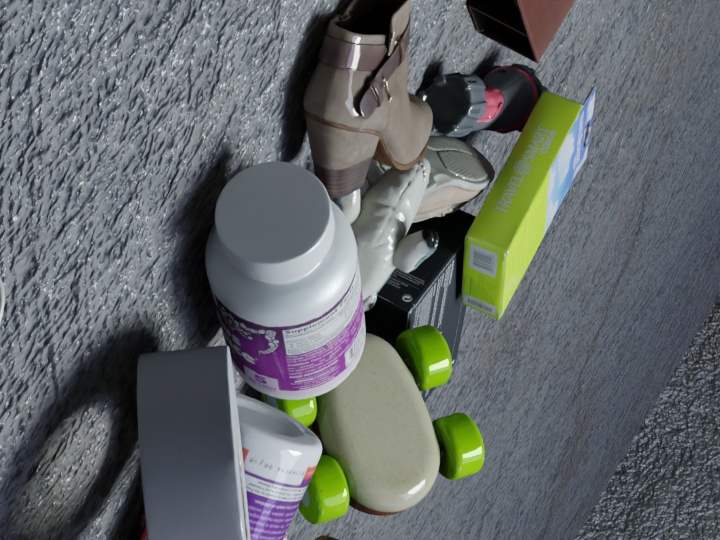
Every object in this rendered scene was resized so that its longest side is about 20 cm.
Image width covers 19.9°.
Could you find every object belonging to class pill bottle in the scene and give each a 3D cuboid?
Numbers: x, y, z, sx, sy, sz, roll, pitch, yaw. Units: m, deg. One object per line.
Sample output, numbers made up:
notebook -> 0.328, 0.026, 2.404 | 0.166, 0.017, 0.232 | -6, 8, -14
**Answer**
pill bottle -> -0.055, 0.006, 1.506 | 0.113, 0.112, 0.200 | -56, 162, -23
pill bottle -> -0.117, 0.204, 1.614 | 0.201, 0.111, 0.111 | -66, 163, 7

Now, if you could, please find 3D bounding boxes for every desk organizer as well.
desk organizer -> 0.133, -0.256, 1.756 | 0.077, 0.071, 0.200 | -59, 163, -7

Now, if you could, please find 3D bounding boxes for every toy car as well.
toy car -> -0.014, 0.151, 1.809 | 0.163, 0.159, 0.200 | -15, 168, -25

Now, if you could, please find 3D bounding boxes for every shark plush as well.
shark plush -> 0.000, 0.000, 1.671 | 0.083, 0.090, 0.201 | -79, -169, -67

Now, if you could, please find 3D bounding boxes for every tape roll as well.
tape roll -> -0.114, 0.155, 1.445 | 0.200, 0.066, 0.202 | 173, -90, -88

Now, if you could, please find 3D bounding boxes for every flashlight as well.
flashlight -> 0.113, -0.155, 1.857 | 0.200, 0.067, 0.068 | -10, 99, -69

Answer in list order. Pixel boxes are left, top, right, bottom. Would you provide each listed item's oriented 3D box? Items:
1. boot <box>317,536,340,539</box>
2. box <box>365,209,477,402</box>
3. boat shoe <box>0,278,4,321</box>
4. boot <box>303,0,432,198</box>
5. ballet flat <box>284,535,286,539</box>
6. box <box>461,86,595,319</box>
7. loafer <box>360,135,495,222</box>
boot -> -0.050, 0.360, 2.127 | 0.200, 0.073, 0.156 | 12, 103, -61
box -> 0.038, 0.048, 1.910 | 0.141, 0.079, 0.201 | -47, 156, -38
boat shoe -> -0.264, 0.077, 1.102 | 0.067, 0.057, 0.201 | 42, 67, -36
boot -> 0.016, -0.149, 1.576 | 0.200, 0.070, 0.147 | -49, 152, -56
ballet flat -> -0.103, 0.231, 1.767 | 0.068, 0.070, 0.200 | -67, 163, 10
box -> 0.154, -0.069, 1.893 | 0.201, 0.047, 0.122 | -60, 165, -27
loafer -> 0.049, -0.074, 1.802 | 0.063, 0.072, 0.200 | -52, 163, 25
